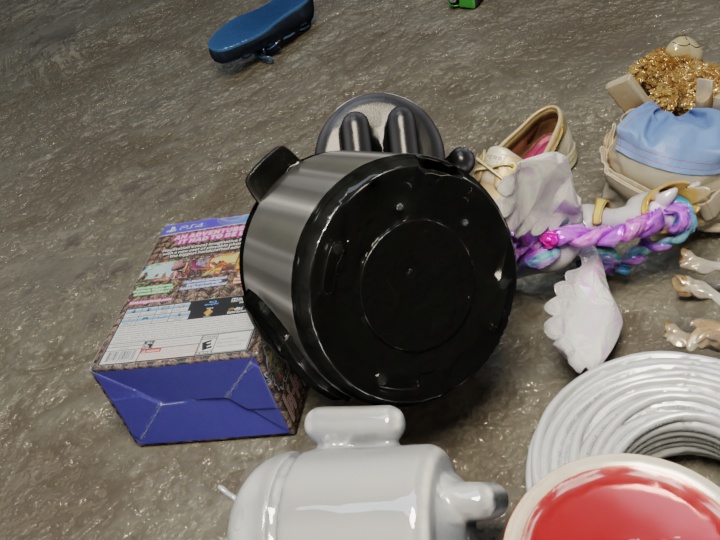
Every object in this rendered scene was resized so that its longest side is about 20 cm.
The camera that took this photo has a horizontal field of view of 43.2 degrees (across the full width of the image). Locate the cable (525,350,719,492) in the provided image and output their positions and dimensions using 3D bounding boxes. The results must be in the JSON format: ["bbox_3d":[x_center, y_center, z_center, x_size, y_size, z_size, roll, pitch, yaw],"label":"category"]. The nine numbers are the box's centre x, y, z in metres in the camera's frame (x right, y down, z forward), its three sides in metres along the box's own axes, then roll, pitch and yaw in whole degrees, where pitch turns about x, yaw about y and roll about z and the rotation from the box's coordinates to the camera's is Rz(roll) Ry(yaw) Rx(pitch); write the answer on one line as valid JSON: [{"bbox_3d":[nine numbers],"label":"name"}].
[{"bbox_3d":[0.204,0.138,0.576,0.197,0.070,0.201,-8,38,16],"label":"cable"}]

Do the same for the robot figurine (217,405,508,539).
[{"bbox_3d":[-0.003,0.175,0.593,0.197,0.113,0.172,-6,72,18],"label":"robot figurine"}]

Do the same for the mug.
[{"bbox_3d":[0.109,0.203,0.412,0.133,0.202,0.177,27,52,35],"label":"mug"}]

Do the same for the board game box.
[{"bbox_3d":[-0.124,0.046,0.830,0.157,0.098,0.201,-7,38,18],"label":"board game box"}]

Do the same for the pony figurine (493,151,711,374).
[{"bbox_3d":[0.161,-0.023,0.744,0.192,0.169,0.199,-30,13,-35],"label":"pony figurine"}]

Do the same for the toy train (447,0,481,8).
[{"bbox_3d":[0.188,-0.453,1.368,0.056,0.042,0.201,14,48,25],"label":"toy train"}]

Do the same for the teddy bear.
[{"bbox_3d":[0.351,-0.181,0.916,0.143,0.067,0.201,-10,38,11],"label":"teddy bear"}]

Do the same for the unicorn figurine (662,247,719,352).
[{"bbox_3d":[0.308,0.015,0.686,0.135,0.075,0.201,9,45,22],"label":"unicorn figurine"}]

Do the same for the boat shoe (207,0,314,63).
[{"bbox_3d":[-0.140,-0.355,1.382,0.199,0.069,0.084,-33,51,-25],"label":"boat shoe"}]

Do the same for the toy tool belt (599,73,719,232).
[{"bbox_3d":[0.303,-0.102,0.779,0.198,0.124,0.125,16,41,40],"label":"toy tool belt"}]

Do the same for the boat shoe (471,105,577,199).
[{"bbox_3d":[0.142,-0.095,0.904,0.073,0.070,0.200,17,50,40],"label":"boat shoe"}]

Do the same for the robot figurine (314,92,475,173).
[{"bbox_3d":[0.017,-0.093,0.869,0.149,0.200,0.126,32,85,2],"label":"robot figurine"}]

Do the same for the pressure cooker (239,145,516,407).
[{"bbox_3d":[0.002,-0.001,0.686,0.176,0.179,0.200,-2,10,-24],"label":"pressure cooker"}]
